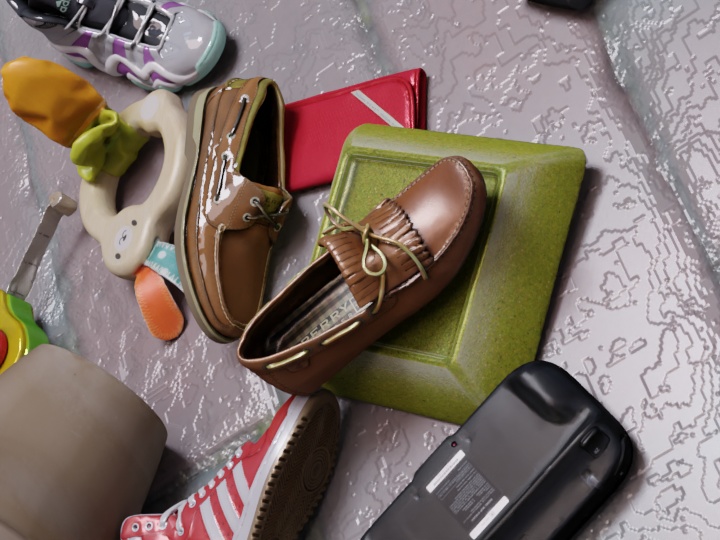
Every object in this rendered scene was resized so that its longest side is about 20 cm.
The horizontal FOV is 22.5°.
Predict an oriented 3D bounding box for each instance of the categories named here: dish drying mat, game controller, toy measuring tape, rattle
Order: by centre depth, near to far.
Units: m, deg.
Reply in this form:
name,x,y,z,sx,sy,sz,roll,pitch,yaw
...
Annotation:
name,x,y,z,sx,sy,sz,roll,pitch,yaw
game controller,0.080,0.153,1.153,0.200,0.042,0.104,-48,53,7
dish drying mat,-0.040,-0.098,1.368,0.200,0.018,0.077,-12,65,30
rattle,-0.193,-0.060,1.382,0.130,0.143,0.200,-16,57,20
toy measuring tape,-0.261,0.037,1.430,0.073,0.074,0.200,22,83,39

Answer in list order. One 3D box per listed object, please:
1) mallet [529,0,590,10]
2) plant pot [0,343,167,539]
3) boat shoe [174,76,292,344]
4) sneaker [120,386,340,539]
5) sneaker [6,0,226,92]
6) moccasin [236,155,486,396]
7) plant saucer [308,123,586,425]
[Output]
name,x,y,z,sx,sy,sz,roll,pitch,yaw
mallet,0.147,-0.277,1.248,0.066,0.041,0.200,30,121,33
plant pot,-0.234,0.154,1.295,0.200,0.200,0.174,17,64,39
boat shoe,-0.090,-0.049,1.334,0.068,0.072,0.201,-12,74,33
sneaker,-0.094,0.161,1.254,0.112,0.071,0.200,20,84,36
sneaker,-0.214,-0.208,1.461,0.200,0.140,0.078,10,75,38
moccasin,-0.001,-0.001,1.185,0.201,0.078,0.074,-38,56,17
plant saucer,0.037,-0.006,1.241,0.199,0.048,0.201,10,81,37
